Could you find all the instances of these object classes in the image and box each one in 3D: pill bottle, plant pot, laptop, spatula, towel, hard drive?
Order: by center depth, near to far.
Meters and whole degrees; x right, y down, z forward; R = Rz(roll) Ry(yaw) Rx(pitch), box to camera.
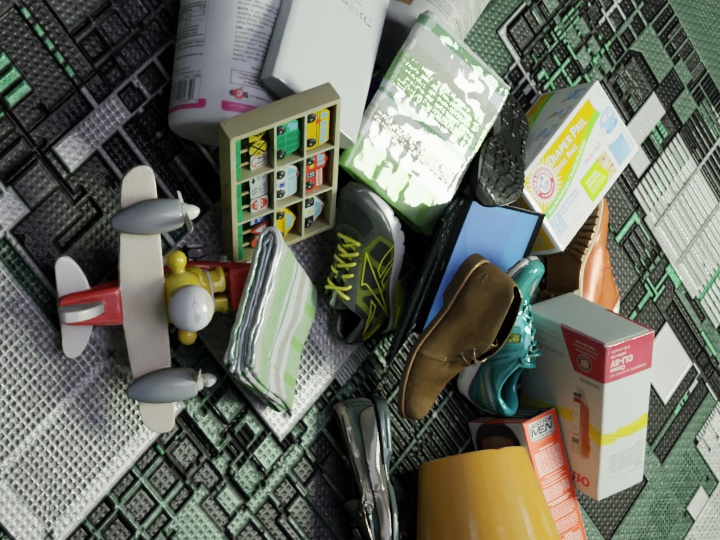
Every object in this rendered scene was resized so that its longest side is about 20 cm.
[{"bbox_3d":[-0.082,0.056,1.437,0.200,0.030,0.151,57,46,-69],"label":"towel"},{"bbox_3d":[-0.134,-0.238,1.454,0.112,0.113,0.203,11,80,-35],"label":"pill bottle"},{"bbox_3d":[-0.033,-0.247,1.469,0.132,0.026,0.202,37,55,-39],"label":"hard drive"},{"bbox_3d":[0.069,-0.160,1.534,0.149,0.031,0.201,38,75,-29],"label":"towel"},{"bbox_3d":[0.141,0.299,1.574,0.198,0.199,0.186,0,75,-36],"label":"plant pot"},{"bbox_3d":[0.120,0.017,1.580,0.200,0.102,0.179,-47,157,-71],"label":"laptop"},{"bbox_3d":[0.037,0.320,1.592,0.056,0.020,0.202,35,66,-28],"label":"spatula"},{"bbox_3d":[0.090,-0.325,1.629,0.114,0.114,0.201,46,61,-24],"label":"pill bottle"}]

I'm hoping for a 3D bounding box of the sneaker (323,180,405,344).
[{"bbox_3d":[0.000,0.000,1.525,0.084,0.074,0.202,-34,131,-31],"label":"sneaker"}]

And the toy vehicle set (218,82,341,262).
[{"bbox_3d":[-0.082,-0.095,1.433,0.123,0.201,0.027,-23,58,-19],"label":"toy vehicle set"}]

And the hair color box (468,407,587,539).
[{"bbox_3d":[0.203,0.268,1.671,0.061,0.101,0.203,-18,96,-36],"label":"hair color box"}]

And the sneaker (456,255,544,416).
[{"bbox_3d":[0.180,0.077,1.631,0.077,0.079,0.202,-16,128,-48],"label":"sneaker"}]

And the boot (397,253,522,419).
[{"bbox_3d":[0.107,0.087,1.542,0.073,0.075,0.202,7,113,-61],"label":"boot"}]

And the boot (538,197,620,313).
[{"bbox_3d":[0.289,-0.003,1.783,0.106,0.075,0.203,15,86,-38],"label":"boot"}]

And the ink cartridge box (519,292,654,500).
[{"bbox_3d":[0.264,0.149,1.664,0.083,0.145,0.203,-15,115,-33],"label":"ink cartridge box"}]

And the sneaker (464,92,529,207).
[{"bbox_3d":[0.141,-0.124,1.635,0.076,0.087,0.201,52,31,-21],"label":"sneaker"}]

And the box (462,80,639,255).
[{"bbox_3d":[0.235,-0.124,1.728,0.113,0.101,0.200,52,59,-21],"label":"box"}]

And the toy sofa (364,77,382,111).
[{"bbox_3d":[0.015,-0.179,1.571,0.198,0.097,0.084,14,78,-34],"label":"toy sofa"}]

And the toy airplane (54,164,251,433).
[{"bbox_3d":[-0.199,0.029,1.363,0.200,0.140,0.200,45,71,-32],"label":"toy airplane"}]

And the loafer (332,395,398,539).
[{"bbox_3d":[0.002,0.241,1.555,0.062,0.072,0.203,0,79,-17],"label":"loafer"}]
